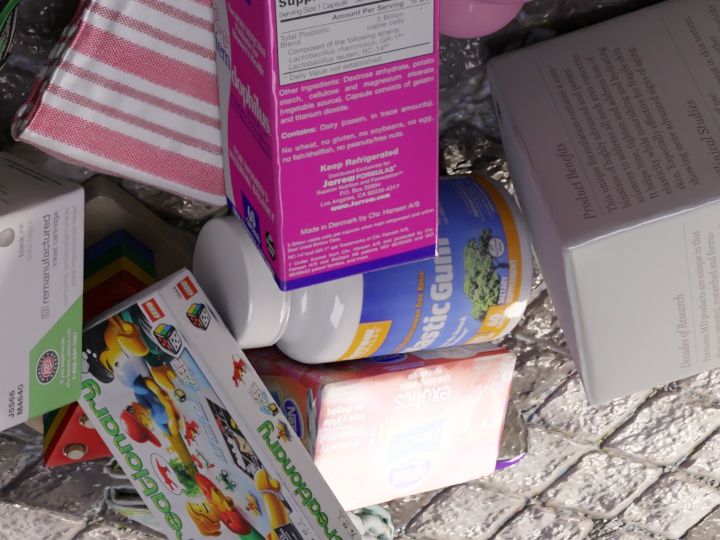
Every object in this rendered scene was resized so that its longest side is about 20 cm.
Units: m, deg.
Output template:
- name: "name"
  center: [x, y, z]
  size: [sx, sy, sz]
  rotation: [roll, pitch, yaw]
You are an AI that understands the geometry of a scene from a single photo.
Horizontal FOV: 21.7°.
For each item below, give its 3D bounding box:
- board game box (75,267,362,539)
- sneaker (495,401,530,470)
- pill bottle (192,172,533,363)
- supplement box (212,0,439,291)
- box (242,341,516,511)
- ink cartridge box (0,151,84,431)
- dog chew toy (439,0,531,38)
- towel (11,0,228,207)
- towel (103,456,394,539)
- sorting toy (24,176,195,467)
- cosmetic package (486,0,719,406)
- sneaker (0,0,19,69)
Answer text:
- name: "board game box"
  center: [-0.098, 0.107, 1.162]
  size: [0.126, 0.035, 0.200]
  rotation: [-27, 99, 44]
- name: "sneaker"
  center: [0.026, 0.134, 1.427]
  size: [0.199, 0.070, 0.100]
  rotation: [2, 145, -9]
- name: "pill bottle"
  center: [0.000, 0.000, 1.190]
  size: [0.199, 0.112, 0.112]
  rotation: [-7, 142, -30]
- name: "supplement box"
  center: [-0.019, -0.104, 1.037]
  size: [0.103, 0.101, 0.201]
  rotation: [-13, 127, -17]
- name: "box"
  center: [0.002, 0.094, 1.262]
  size: [0.200, 0.102, 0.095]
  rotation: [-7, 110, -49]
- name: "ink cartridge box"
  center: [-0.261, 0.029, 1.088]
  size: [0.200, 0.084, 0.146]
  rotation: [-23, 127, -46]
- name: "dog chew toy"
  center: [0.080, -0.201, 1.008]
  size: [0.124, 0.125, 0.200]
  rotation: [6, 144, -20]
- name: "towel"
  center: [-0.093, -0.137, 1.065]
  size: [0.146, 0.030, 0.200]
  rotation: [19, 113, -33]
- name: "towel"
  center: [-0.080, 0.178, 1.394]
  size: [0.170, 0.048, 0.200]
  rotation: [4, 163, 19]
- name: "sorting toy"
  center: [-0.184, 0.056, 1.277]
  size: [0.198, 0.070, 0.200]
  rotation: [-30, 137, 21]
- name: "cosmetic package"
  center: [0.203, -0.053, 1.158]
  size: [0.199, 0.168, 0.167]
  rotation: [-17, 140, 1]
- name: "sneaker"
  center: [-0.215, -0.109, 0.981]
  size: [0.078, 0.201, 0.085]
  rotation: [8, 143, 10]
